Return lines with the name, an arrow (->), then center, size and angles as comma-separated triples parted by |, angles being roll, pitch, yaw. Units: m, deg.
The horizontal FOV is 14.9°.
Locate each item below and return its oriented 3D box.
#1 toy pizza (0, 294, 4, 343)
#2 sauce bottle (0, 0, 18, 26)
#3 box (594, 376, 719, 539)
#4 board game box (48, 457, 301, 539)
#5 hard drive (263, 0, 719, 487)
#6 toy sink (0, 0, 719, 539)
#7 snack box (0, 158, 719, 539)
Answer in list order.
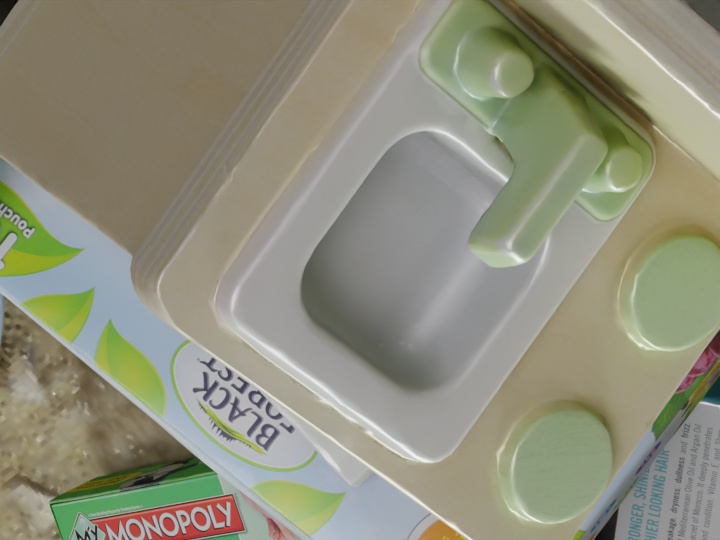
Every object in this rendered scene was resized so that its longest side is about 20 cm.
toy pizza -> -0.211, -0.009, 0.957 | 0.200, 0.032, 0.201 | 7, 112, 18
sauce bottle -> -0.097, -0.072, 0.875 | 0.200, 0.065, 0.065 | 34, 117, 8
box -> 0.157, 0.078, 0.841 | 0.199, 0.049, 0.083 | 13, 114, 16
board game box -> -0.004, 0.120, 0.894 | 0.200, 0.029, 0.135 | -13, 97, 40
hard drive -> 0.025, -0.057, 0.763 | 0.200, 0.027, 0.132 | -44, 79, 0
toy sink -> 0.010, -0.018, 0.628 | 0.130, 0.200, 0.112 | 36, 88, -33
snack box -> 0.000, 0.000, 0.799 | 0.200, 0.053, 0.142 | 37, 89, 10
